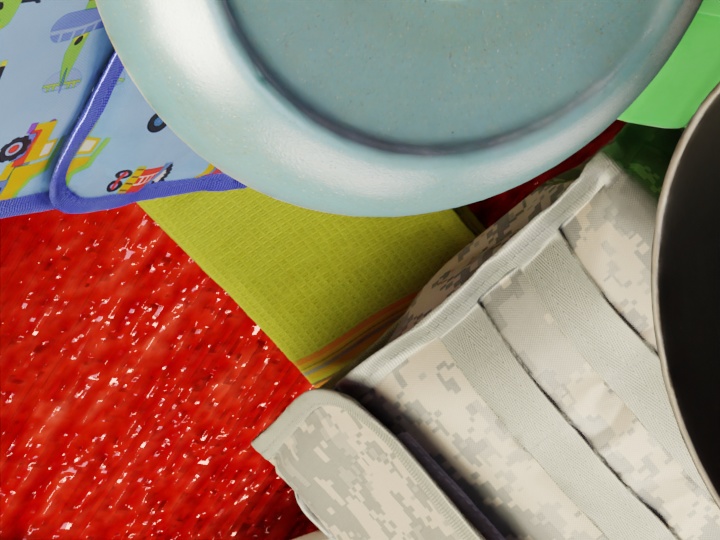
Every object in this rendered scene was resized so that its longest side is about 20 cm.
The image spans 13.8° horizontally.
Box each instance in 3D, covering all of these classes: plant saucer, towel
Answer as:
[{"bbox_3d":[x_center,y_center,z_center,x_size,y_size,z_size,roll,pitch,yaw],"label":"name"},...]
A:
[{"bbox_3d":[0.023,-0.107,0.797,0.200,0.027,0.200,-9,111,-23],"label":"plant saucer"},{"bbox_3d":[0.000,0.000,1.031,0.086,0.018,0.200,-32,138,9],"label":"towel"}]

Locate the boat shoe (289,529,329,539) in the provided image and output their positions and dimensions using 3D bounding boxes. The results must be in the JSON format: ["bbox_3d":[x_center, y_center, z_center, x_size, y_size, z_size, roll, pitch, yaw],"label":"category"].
[{"bbox_3d":[-0.058,0.170,1.082,0.199,0.066,0.075,-31,127,1],"label":"boat shoe"}]

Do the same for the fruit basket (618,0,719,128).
[{"bbox_3d":[0.123,-0.141,0.903,0.185,0.094,0.200,6,116,-30],"label":"fruit basket"}]

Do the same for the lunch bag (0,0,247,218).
[{"bbox_3d":[-0.074,-0.090,0.863,0.200,0.094,0.151,-2,133,-39],"label":"lunch bag"}]

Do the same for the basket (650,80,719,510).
[{"bbox_3d":[0.185,0.000,0.869,0.136,0.180,0.200,-17,-175,28],"label":"basket"}]

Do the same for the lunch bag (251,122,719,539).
[{"bbox_3d":[0.075,0.065,0.984,0.200,0.164,0.118,-42,180,27],"label":"lunch bag"}]
